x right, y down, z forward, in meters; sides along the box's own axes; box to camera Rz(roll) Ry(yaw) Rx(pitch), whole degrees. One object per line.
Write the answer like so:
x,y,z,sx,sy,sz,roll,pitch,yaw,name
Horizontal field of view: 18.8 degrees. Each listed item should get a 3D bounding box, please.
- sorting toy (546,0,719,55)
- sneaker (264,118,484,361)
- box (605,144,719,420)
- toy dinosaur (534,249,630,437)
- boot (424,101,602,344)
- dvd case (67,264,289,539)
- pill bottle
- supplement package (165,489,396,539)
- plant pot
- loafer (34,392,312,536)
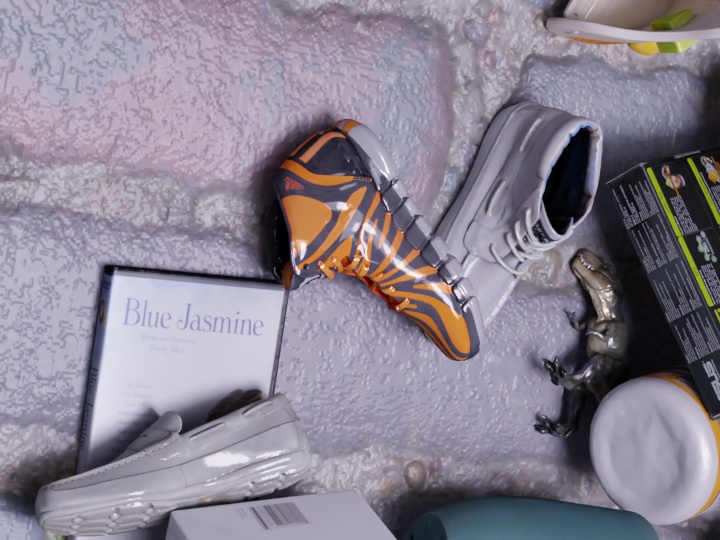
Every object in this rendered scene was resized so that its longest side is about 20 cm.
0.267,-0.232,1.624,0.107,0.180,0.200,36,81,-30,sorting toy
0.000,0.000,1.569,0.112,0.078,0.200,-37,98,-21,sneaker
0.299,0.000,1.686,0.193,0.048,0.200,-16,79,-44,box
0.181,0.089,1.713,0.088,0.047,0.200,-21,112,-32,toy dinosaur
0.113,-0.029,1.621,0.074,0.096,0.200,20,88,-31,boot
-0.128,0.100,1.551,0.143,0.018,0.200,6,96,-30,dvd case
0.281,0.124,1.716,0.200,0.116,0.116,-13,106,-46,pill bottle
-0.055,0.282,1.515,0.152,0.151,0.200,-3,121,-30,supplement package
0.110,0.257,1.620,0.161,0.201,0.201,17,90,-18,plant pot
-0.133,0.134,1.514,0.200,0.070,0.070,-12,70,-23,loafer
